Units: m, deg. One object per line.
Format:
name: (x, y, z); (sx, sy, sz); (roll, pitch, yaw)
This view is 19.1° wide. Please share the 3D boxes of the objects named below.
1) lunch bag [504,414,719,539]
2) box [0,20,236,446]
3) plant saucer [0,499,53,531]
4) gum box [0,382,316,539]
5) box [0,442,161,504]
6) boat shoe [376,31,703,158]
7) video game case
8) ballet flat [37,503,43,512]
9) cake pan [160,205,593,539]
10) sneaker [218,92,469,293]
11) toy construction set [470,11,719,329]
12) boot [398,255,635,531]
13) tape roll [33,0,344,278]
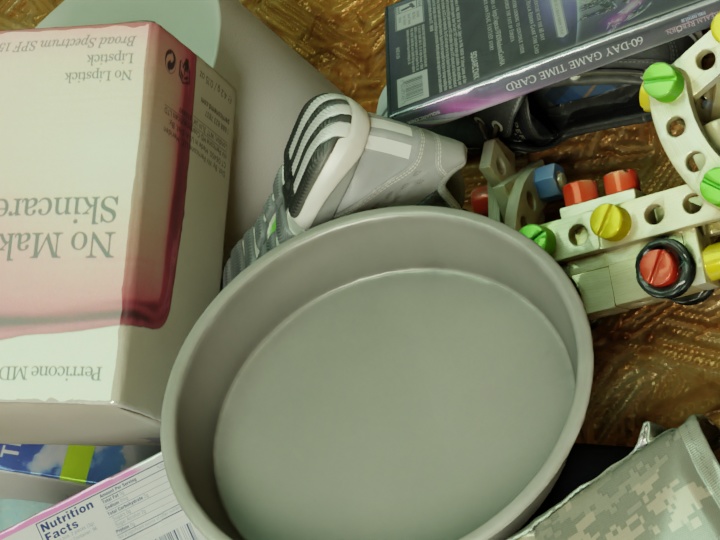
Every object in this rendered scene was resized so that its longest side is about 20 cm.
lunch bag: (0.126, 0.178, 0.861); (0.164, 0.118, 0.200); (-37, 67, 16)
box: (-0.148, -0.016, 1.107); (0.127, 0.109, 0.201); (-1, 74, 20)
plant saucer: (-0.144, 0.125, 1.203); (0.200, 0.039, 0.202); (-3, 60, 5)
gum box: (-0.091, 0.128, 1.066); (0.200, 0.113, 0.066); (-26, 83, 6)
box: (-0.117, 0.075, 1.178); (0.199, 0.048, 0.122); (8, 63, 10)
boat shoe: (0.092, -0.094, 1.164); (0.200, 0.069, 0.057); (-16, 51, 32)
video game case: (0.108, -0.140, 1.129); (0.199, 0.019, 0.143); (-18, 28, 10)
ballet flat: (-0.199, 0.186, 1.243); (0.069, 0.069, 0.200); (0, 58, 43)
cake pan: (0.010, 0.060, 0.957); (0.200, 0.037, 0.201); (-10, 51, 13)
sneaker: (0.000, 0.000, 1.095); (0.200, 0.115, 0.075); (120, 154, -45)
toy construction set: (0.129, -0.042, 1.072); (0.200, 0.092, 0.132); (-20, 73, 42)
boot: (0.096, 0.084, 0.995); (0.168, 0.076, 0.201); (0, 86, 44)
tape roll: (-0.117, -0.068, 1.283); (0.202, 0.139, 0.203); (-25, 47, 29)
